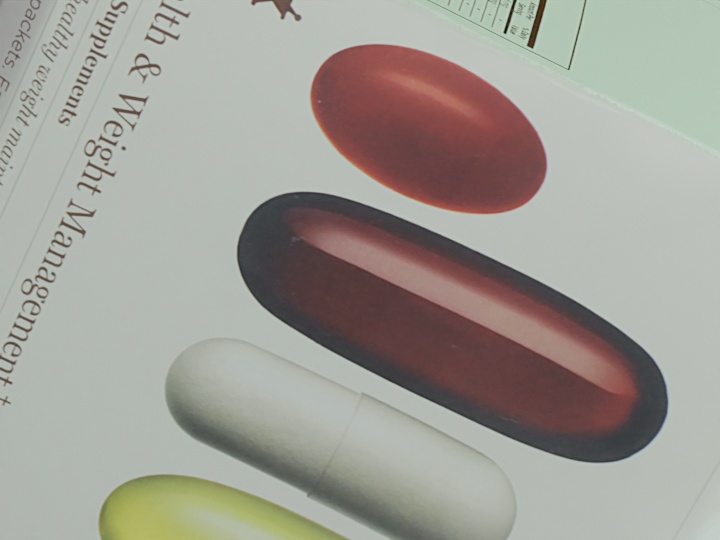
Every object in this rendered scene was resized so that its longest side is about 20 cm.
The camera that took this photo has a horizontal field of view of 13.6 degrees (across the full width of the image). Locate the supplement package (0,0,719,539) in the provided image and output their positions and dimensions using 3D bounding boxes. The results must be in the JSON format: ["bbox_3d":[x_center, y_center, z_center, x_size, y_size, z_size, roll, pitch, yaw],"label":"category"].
[{"bbox_3d":[0.000,0.000,0.714,0.199,0.147,0.192,25,115,-3],"label":"supplement package"}]
